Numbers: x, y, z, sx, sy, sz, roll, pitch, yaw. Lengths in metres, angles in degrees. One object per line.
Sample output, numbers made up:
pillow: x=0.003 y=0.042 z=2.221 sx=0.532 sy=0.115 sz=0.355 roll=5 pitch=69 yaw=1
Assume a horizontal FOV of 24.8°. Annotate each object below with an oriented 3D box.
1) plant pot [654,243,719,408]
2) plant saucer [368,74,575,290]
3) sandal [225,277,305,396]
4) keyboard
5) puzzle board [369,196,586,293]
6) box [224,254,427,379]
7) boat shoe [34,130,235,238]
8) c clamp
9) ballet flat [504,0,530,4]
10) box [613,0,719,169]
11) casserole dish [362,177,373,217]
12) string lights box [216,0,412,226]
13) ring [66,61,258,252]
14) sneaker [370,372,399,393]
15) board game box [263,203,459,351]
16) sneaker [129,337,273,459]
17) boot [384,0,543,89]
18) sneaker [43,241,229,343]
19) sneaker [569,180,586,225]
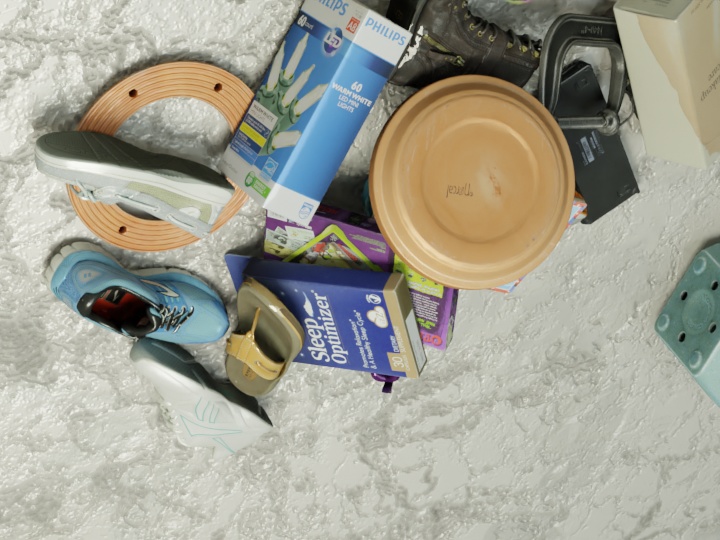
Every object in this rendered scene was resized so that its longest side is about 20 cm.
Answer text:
plant pot: x=0.467 y=0.073 z=1.919 sx=0.199 sy=0.197 sz=0.196 roll=19 pitch=112 yaw=-29
plant saucer: x=0.107 y=-0.082 z=1.525 sx=0.199 sy=0.032 sz=0.201 roll=0 pitch=89 yaw=-14
sandal: x=-0.106 y=0.080 z=1.625 sx=0.054 sy=0.080 sz=0.200 roll=-48 pitch=170 yaw=-32
keyboard: x=0.259 y=-0.147 z=1.753 sx=0.127 sy=0.021 sz=0.200 roll=-33 pitch=133 yaw=-4
puzzle board: x=0.104 y=-0.037 z=1.620 sx=0.199 sy=0.017 sz=0.151 roll=11 pitch=136 yaw=-26
box: x=-0.040 y=0.045 z=1.619 sx=0.032 sy=0.199 sz=0.121 roll=-60 pitch=146 yaw=-39
boat shoe: x=-0.207 y=-0.075 z=1.479 sx=0.201 sy=0.074 sz=0.065 roll=11 pitch=111 yaw=-42
c clamp: x=0.215 y=-0.172 z=1.632 sx=0.200 sy=0.027 sz=0.172 roll=-16 pitch=110 yaw=-50
ballet flat: x=0.134 y=-0.313 z=1.527 sx=0.069 sy=0.071 sz=0.200 roll=-43 pitch=133 yaw=-6
box: x=0.332 y=-0.212 z=1.691 sx=0.095 sy=0.078 sz=0.200 roll=-48 pitch=137 yaw=-25
casserole dish: x=0.082 y=-0.102 z=1.671 sx=0.200 sy=0.039 sz=0.121 roll=-41 pitch=132 yaw=3
string lights box: x=-0.044 y=-0.154 z=1.502 sx=0.059 sy=0.103 sz=0.201 roll=22 pitch=101 yaw=-38
ring: x=-0.181 y=-0.106 z=1.531 sx=0.200 sy=0.019 sz=0.201 roll=-15 pitch=128 yaw=-21
sneaker: x=0.007 y=0.041 z=1.682 sx=0.074 sy=0.088 sz=0.200 roll=-7 pitch=139 yaw=28
board game box: x=0.000 y=0.000 z=1.604 sx=0.032 sy=0.199 sz=0.120 roll=-55 pitch=158 yaw=-52
sneaker: x=-0.174 y=0.138 z=1.675 sx=0.080 sy=0.071 sz=0.200 roll=-42 pitch=133 yaw=7
boot: x=0.104 y=-0.232 z=1.545 sx=0.174 sy=0.069 sz=0.200 roll=14 pitch=123 yaw=-33
sneaker: x=-0.207 y=0.043 z=1.573 sx=0.199 sy=0.090 sz=0.079 roll=17 pitch=113 yaw=-39
sneaker: x=0.136 y=-0.077 z=1.652 sx=0.199 sy=0.076 sz=0.092 roll=16 pitch=135 yaw=-29
